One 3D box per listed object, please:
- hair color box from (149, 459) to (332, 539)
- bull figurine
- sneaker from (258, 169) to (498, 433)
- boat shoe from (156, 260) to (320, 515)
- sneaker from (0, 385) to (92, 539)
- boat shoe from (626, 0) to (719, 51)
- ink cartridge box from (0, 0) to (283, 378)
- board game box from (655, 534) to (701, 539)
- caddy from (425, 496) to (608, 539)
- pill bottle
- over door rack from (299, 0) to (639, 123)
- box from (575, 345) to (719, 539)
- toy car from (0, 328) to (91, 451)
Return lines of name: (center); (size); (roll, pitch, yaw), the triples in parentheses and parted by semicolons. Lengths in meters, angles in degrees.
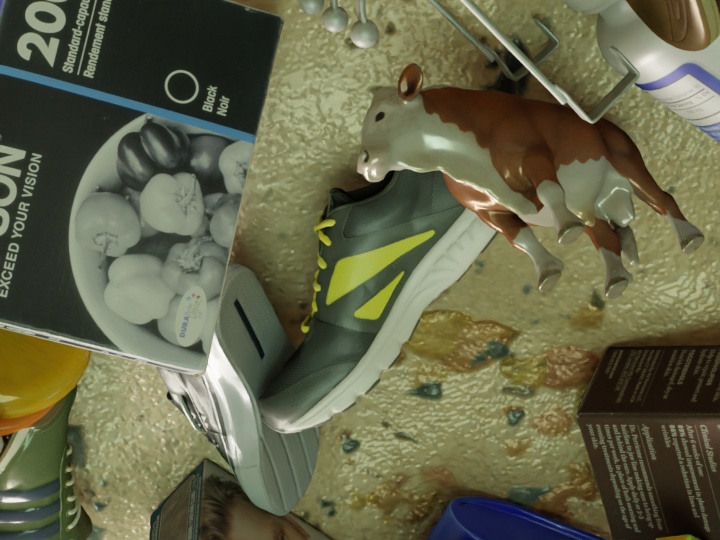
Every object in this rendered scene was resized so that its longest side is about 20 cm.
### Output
hair color box: (-0.036, 0.212, 1.211); (0.200, 0.100, 0.061); (34, 114, -20)
bull figurine: (0.089, -0.047, 1.011); (0.200, 0.121, 0.065); (-1, 140, -46)
sneaker: (0.000, 0.000, 1.096); (0.085, 0.074, 0.200); (39, 93, -9)
boat shoe: (-0.077, 0.062, 1.142); (0.071, 0.072, 0.200); (13, 139, 29)
sneaker: (-0.199, 0.133, 1.186); (0.090, 0.067, 0.200); (20, 116, -28)
boat shoe: (0.136, -0.200, 0.896); (0.072, 0.072, 0.200); (-29, 104, -18)
ink cartridge box: (-0.155, -0.063, 1.002); (0.200, 0.043, 0.198); (14, 77, -11)
board game box: (0.217, 0.218, 1.173); (0.030, 0.096, 0.200); (-10, 162, 25)
caddy: (0.106, 0.227, 1.195); (0.200, 0.141, 0.105); (22, 113, -3)
pill bottle: (0.193, -0.128, 1.005); (0.200, 0.112, 0.112); (32, 115, -18)
over door rack: (0.024, -0.133, 0.971); (0.200, 0.148, 0.067); (30, 96, -18)
box: (0.235, 0.099, 1.126); (0.200, 0.075, 0.100); (-1, 125, 29)
toy car: (-0.243, 0.015, 1.067); (0.200, 0.175, 0.150); (33, 158, -4)
